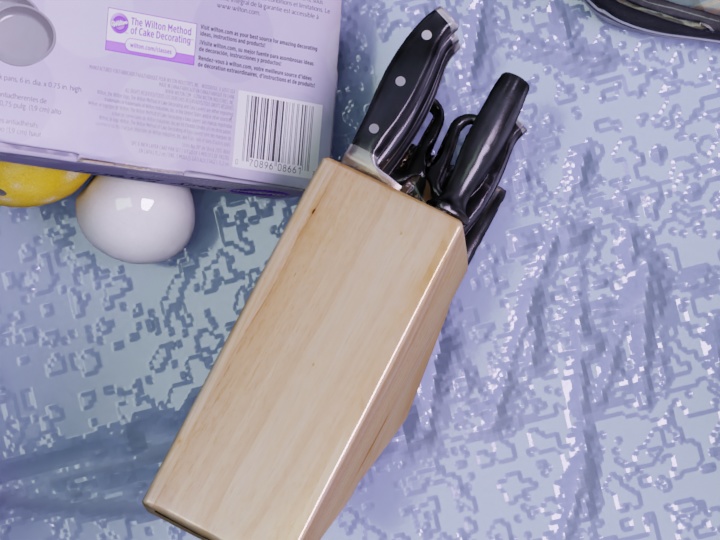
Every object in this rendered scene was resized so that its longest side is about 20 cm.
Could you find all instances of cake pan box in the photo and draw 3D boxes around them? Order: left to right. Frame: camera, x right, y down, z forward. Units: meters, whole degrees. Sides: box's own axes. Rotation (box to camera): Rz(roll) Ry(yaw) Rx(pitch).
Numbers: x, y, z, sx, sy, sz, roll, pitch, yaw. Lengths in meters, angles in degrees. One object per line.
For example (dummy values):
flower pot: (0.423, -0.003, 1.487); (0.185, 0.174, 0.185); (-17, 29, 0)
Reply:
cake pan box: (-0.091, -0.130, 1.014); (0.199, 0.052, 0.186); (6, 87, -33)

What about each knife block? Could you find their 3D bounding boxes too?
knife block: (0.000, 0.000, 0.996); (0.064, 0.200, 0.176); (25, 123, 10)

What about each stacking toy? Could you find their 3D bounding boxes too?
stacking toy: (-0.147, -0.076, 1.058); (0.200, 0.146, 0.146); (41, 96, -6)

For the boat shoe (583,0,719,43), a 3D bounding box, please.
boat shoe: (0.181, -0.119, 1.014); (0.198, 0.066, 0.071); (9, 90, 11)
